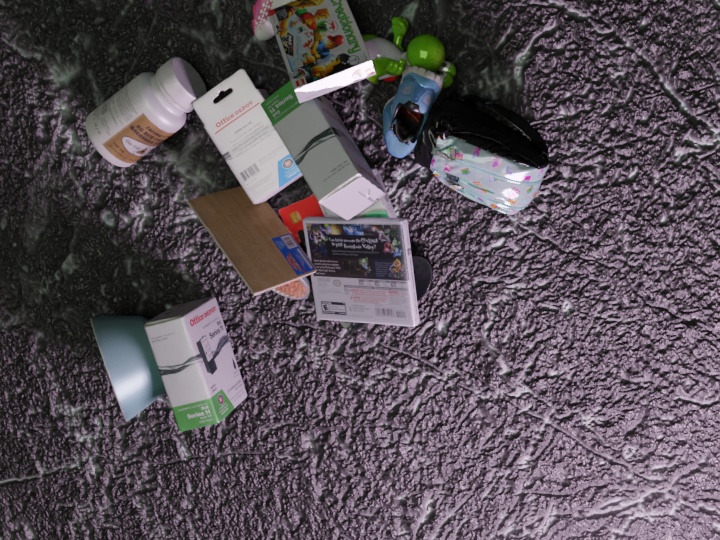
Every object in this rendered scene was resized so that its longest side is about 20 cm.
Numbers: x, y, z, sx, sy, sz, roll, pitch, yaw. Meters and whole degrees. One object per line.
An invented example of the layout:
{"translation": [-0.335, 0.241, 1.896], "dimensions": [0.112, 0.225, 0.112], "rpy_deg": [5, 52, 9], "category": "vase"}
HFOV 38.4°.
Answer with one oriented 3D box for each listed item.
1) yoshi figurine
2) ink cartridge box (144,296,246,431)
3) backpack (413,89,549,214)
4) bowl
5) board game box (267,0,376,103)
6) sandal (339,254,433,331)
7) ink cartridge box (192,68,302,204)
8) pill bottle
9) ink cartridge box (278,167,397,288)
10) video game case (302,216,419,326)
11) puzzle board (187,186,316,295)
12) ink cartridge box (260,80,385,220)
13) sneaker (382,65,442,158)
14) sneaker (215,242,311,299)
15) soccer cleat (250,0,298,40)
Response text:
{"translation": [0.055, -0.346, 1.636], "dimensions": [0.199, 0.112, 0.113], "rpy_deg": [15, 100, 11], "category": "yoshi figurine"}
{"translation": [-0.290, 0.162, 1.839], "dimensions": [0.083, 0.147, 0.201], "rpy_deg": [-15, 99, 18], "category": "ink cartridge box"}
{"translation": [0.193, -0.179, 1.615], "dimensions": [0.200, 0.167, 0.127], "rpy_deg": [26, 127, 5], "category": "backpack"}
{"translation": [-0.409, 0.162, 1.879], "dimensions": [0.105, 0.201, 0.201], "rpy_deg": [-20, 97, -13], "category": "bowl"}
{"translation": [-0.063, -0.356, 1.613], "dimensions": [0.126, 0.035, 0.200], "rpy_deg": [-21, 52, 1], "category": "board game box"}
{"translation": [0.041, 0.046, 1.763], "dimensions": [0.200, 0.048, 0.075], "rpy_deg": [-35, 90, 23], "category": "sandal"}
{"translation": [-0.181, -0.228, 1.752], "dimensions": [0.116, 0.068, 0.200], "rpy_deg": [-32, 92, 11], "category": "ink cartridge box"}
{"translation": [-0.366, -0.276, 1.784], "dimensions": [0.200, 0.114, 0.115], "rpy_deg": [-32, 92, 22], "category": "pill bottle"}
{"translation": [-0.033, -0.065, 1.762], "dimensions": [0.199, 0.050, 0.161], "rpy_deg": [-21, 95, 19], "category": "ink cartridge box"}
{"translation": [0.000, 0.000, 1.735], "dimensions": [0.199, 0.023, 0.182], "rpy_deg": [3, 109, 33], "category": "video game case"}
{"translation": [-0.181, -0.054, 1.739], "dimensions": [0.200, 0.151, 0.017], "rpy_deg": [53, 130, 14], "category": "puzzle board"}
{"translation": [-0.057, -0.192, 1.653], "dimensions": [0.083, 0.147, 0.200], "rpy_deg": [-34, 72, 10], "category": "ink cartridge box"}
{"translation": [0.066, -0.233, 1.624], "dimensions": [0.078, 0.090, 0.200], "rpy_deg": [22, 153, 2], "category": "sneaker"}
{"translation": [-0.159, -0.033, 1.801], "dimensions": [0.200, 0.080, 0.071], "rpy_deg": [40, 130, -17], "category": "sneaker"}
{"translation": [-0.111, -0.458, 1.677], "dimensions": [0.086, 0.070, 0.200], "rpy_deg": [31, 109, 18], "category": "soccer cleat"}
